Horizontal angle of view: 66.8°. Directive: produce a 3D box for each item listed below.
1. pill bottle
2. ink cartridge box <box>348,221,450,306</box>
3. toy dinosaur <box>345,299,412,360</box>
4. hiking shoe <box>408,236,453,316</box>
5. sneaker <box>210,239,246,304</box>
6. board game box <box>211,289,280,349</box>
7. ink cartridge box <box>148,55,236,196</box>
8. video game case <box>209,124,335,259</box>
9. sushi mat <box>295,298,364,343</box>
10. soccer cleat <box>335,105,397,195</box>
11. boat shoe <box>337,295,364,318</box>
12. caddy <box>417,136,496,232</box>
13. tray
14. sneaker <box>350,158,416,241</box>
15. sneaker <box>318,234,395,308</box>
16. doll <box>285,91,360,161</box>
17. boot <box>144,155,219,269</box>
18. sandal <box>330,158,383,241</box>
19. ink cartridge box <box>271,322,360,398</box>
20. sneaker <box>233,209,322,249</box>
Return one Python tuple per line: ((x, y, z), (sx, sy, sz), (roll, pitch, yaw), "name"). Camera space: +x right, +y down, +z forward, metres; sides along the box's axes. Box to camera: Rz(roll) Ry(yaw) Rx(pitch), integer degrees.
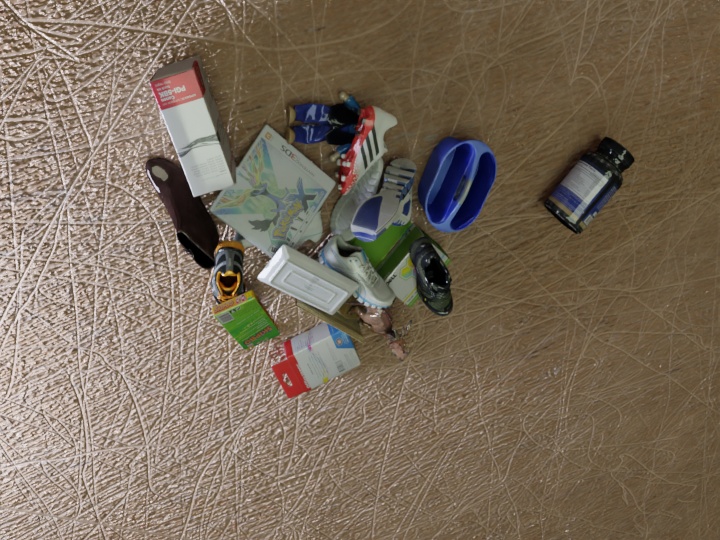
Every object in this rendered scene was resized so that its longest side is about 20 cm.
((0.528, -0.196, 1.257), (0.110, 0.113, 0.202), (32, 105, -27), "pill bottle")
((0.084, -0.037, 1.233), (0.198, 0.076, 0.149), (36, 103, -29), "ink cartridge box")
((0.049, 0.109, 1.237), (0.087, 0.134, 0.200), (-50, 138, -8), "toy dinosaur")
((0.161, 0.032, 1.189), (0.074, 0.101, 0.204), (-26, 121, 0), "hiking shoe")
((-0.278, 0.029, 1.142), (0.075, 0.079, 0.203), (0, 140, -11), "sneaker")
((-0.246, 0.114, 1.203), (0.093, 0.031, 0.202), (-23, 148, -4), "board game box")
((-0.292, -0.257, 0.974), (0.080, 0.148, 0.206), (-17, 119, -4), "ink cartridge box")
((-0.171, -0.148, 1.085), (0.180, 0.022, 0.203), (36, 86, -17), "video game case")
((-0.071, 0.097, 1.246), (0.197, 0.096, 0.012), (32, 107, -27), "sushi mat")
((0.009, -0.230, 1.083), (0.082, 0.070, 0.203), (4, 134, -23), "soccer cleat")
((-0.061, 0.048, 1.245), (0.199, 0.068, 0.072), (38, 83, -48), "boat shoe")
((0.209, -0.185, 1.175), (0.137, 0.106, 0.206), (14, 112, -21), "caddy")
((-0.105, 0.029, 1.124), (0.196, 0.023, 0.108), (28, 122, -29), "tray")
((0.063, -0.121, 1.129), (0.202, 0.078, 0.117), (-56, 152, -28), "sneaker")
((0.000, 0.000, 1.170), (0.197, 0.076, 0.087), (37, 135, 0), "sneaker")
((-0.051, -0.283, 1.086), (0.192, 0.049, 0.141), (-4, 121, -19), "doll")
((-0.333, -0.112, 1.025), (0.071, 0.168, 0.202), (-33, 121, 4), "boot")
((0.002, -0.152, 1.164), (0.049, 0.082, 0.207), (-15, 138, -57), "sandal")
((-0.109, 0.208, 1.309), (0.194, 0.068, 0.119), (-25, 120, -2), "ink cartridge box")
((-0.169, -0.072, 1.149), (0.193, 0.071, 0.083), (-16, 123, -8), "sneaker")
